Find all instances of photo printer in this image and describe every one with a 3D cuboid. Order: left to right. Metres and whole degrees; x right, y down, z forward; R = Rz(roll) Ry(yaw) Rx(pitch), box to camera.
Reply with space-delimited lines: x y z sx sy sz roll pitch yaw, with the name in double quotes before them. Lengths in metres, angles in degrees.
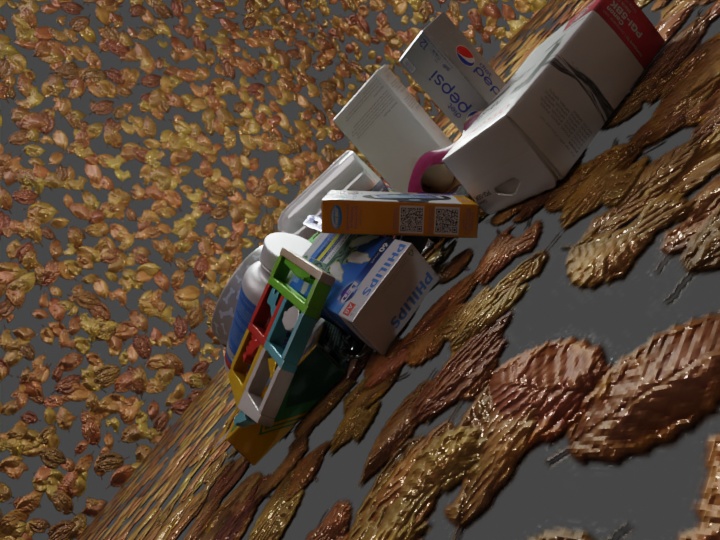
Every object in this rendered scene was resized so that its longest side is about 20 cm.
"photo printer" -0.046 -0.102 1.041 0.198 0.070 0.166 -40 -26 11

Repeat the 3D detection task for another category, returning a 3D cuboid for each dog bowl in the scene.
"dog bowl" -0.172 0.046 0.966 0.203 0.058 0.201 -56 -10 -14

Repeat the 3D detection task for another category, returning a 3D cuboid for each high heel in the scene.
"high heel" 0.119 -0.122 0.796 0.199 0.066 0.098 -37 33 49

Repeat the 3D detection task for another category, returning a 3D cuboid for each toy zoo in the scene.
"toy zoo" -0.101 0.083 0.665 0.130 0.020 0.205 27 94 60

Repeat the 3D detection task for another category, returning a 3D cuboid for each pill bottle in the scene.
"pill bottle" -0.121 0.057 0.817 0.113 0.109 0.205 -61 -10 -64

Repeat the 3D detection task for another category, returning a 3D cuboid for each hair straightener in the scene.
"hair straightener" 0.032 0.021 0.692 0.202 0.041 0.077 -57 11 -31

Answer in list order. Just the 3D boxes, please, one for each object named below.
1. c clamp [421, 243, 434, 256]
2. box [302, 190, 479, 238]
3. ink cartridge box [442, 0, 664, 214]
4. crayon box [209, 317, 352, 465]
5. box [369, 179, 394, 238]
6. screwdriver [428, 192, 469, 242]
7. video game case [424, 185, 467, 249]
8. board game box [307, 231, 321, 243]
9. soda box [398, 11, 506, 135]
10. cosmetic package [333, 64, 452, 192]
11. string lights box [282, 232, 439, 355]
"c clamp" 0.000 0.000 0.840 0.170 0.027 0.199 -43 30 -7
"box" 0.032 -0.069 0.677 0.119 0.192 0.043 -83 -3 -77
"ink cartridge box" 0.194 -0.172 0.606 0.201 0.083 0.146 -49 8 -17
"crayon box" -0.094 0.154 0.736 0.200 0.051 0.126 -46 7 13
"box" 0.013 -0.066 1.045 0.200 0.040 0.135 -45 -25 21
"screwdriver" 0.151 -0.105 0.785 0.029 0.028 0.200 13 49 47
"video game case" 0.099 -0.072 0.897 0.183 0.022 0.199 -54 9 -37
"board game box" -0.026 -0.023 0.844 0.095 0.030 0.200 -40 33 -4
"soda box" 0.148 -0.243 0.792 0.069 0.200 0.063 -49 8 -38
"cosmetic package" 0.064 -0.204 0.916 0.107 0.201 0.085 -38 11 26
"string lights box" -0.008 0.012 0.669 0.104 0.059 0.198 -51 28 -11
